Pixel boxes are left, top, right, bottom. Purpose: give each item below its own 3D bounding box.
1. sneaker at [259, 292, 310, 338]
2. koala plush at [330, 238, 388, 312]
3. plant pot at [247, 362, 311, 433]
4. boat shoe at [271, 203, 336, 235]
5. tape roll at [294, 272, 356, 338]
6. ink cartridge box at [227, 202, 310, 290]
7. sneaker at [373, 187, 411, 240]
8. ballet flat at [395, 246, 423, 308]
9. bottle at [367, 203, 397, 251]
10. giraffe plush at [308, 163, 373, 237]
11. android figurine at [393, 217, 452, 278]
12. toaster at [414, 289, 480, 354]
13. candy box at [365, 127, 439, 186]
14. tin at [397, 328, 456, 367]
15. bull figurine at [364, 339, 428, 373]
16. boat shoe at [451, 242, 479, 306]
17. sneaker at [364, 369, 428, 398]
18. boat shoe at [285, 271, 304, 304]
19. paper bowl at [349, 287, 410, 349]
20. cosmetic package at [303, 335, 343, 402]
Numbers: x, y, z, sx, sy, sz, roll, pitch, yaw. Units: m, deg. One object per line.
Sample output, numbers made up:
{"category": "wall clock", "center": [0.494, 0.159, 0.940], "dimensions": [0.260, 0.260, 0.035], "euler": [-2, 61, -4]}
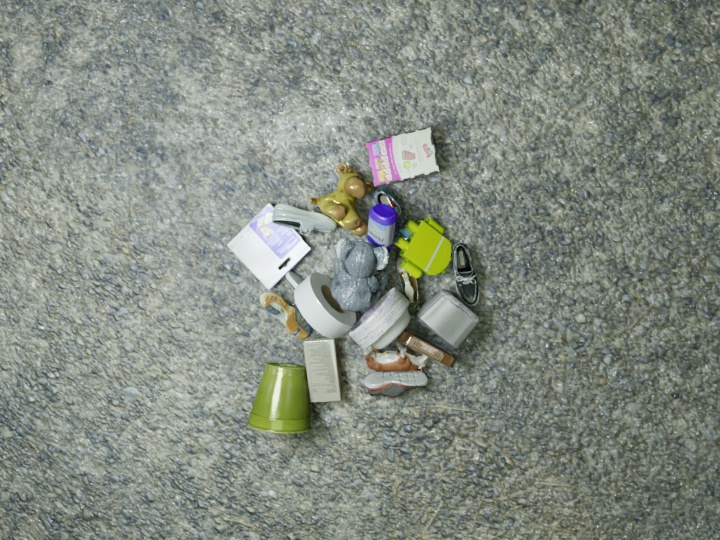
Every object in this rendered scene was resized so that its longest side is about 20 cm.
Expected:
{"category": "sneaker", "center": [-0.239, 0.136, 1.745], "dimensions": [0.075, 0.088, 0.200], "euler": [-48, 112, -13]}
{"category": "koala plush", "center": [0.000, 0.000, 1.604], "dimensions": [0.177, 0.184, 0.200], "euler": [17, 127, 3]}
{"category": "plant pot", "center": [-0.244, 0.393, 1.721], "dimensions": [0.200, 0.200, 0.193], "euler": [5, 86, 7]}
{"category": "boat shoe", "center": [-0.175, -0.143, 1.680], "dimensions": [0.201, 0.070, 0.072], "euler": [16, 67, -5]}
{"category": "tape roll", "center": [-0.105, 0.105, 1.649], "dimensions": [0.071, 0.202, 0.202], "euler": [-40, 91, 18]}
{"category": "ink cartridge box", "center": [-0.287, -0.075, 1.733], "dimensions": [0.198, 0.043, 0.200], "euler": [-43, 88, 9]}
{"category": "sneaker", "center": [0.100, -0.160, 1.648], "dimensions": [0.079, 0.096, 0.200], "euler": [-37, 91, 10]}
{"category": "ballet flat", "center": [0.147, 0.022, 1.672], "dimensions": [0.068, 0.075, 0.200], "euler": [-12, 95, 19]}
{"category": "bottle", "center": [0.061, -0.102, 1.629], "dimensions": [0.084, 0.065, 0.200], "euler": [36, 142, 27]}
{"category": "giraffe plush", "center": [-0.037, -0.222, 1.648], "dimensions": [0.200, 0.173, 0.162], "euler": [35, 90, 37]}
{"category": "android figurine", "center": [0.195, -0.065, 1.637], "dimensions": [0.200, 0.041, 0.182], "euler": [33, 76, -23]}
{"category": "toaster", "center": [0.270, 0.150, 1.655], "dimensions": [0.200, 0.114, 0.129], "euler": [40, 98, 1]}
{"category": "candy box", "center": [0.127, -0.338, 1.641], "dimensions": [0.200, 0.061, 0.137], "euler": [-11, 95, 9]}
{"category": "tin", "center": [0.202, 0.234, 1.675], "dimensions": [0.200, 0.112, 0.042], "euler": [28, 90, 2]}
{"category": "bull figurine", "center": [0.109, 0.272, 1.698], "dimensions": [0.200, 0.065, 0.122], "euler": [-7, 130, 14]}
{"category": "boat shoe", "center": [0.320, 0.015, 1.654], "dimensions": [0.073, 0.068, 0.200], "euler": [-7, 96, 8]}
{"category": "sneaker", "center": [0.115, 0.362, 1.733], "dimensions": [0.200, 0.077, 0.082], "euler": [-4, 123, 9]}
{"category": "boat shoe", "center": [-0.176, 0.092, 1.725], "dimensions": [0.064, 0.071, 0.200], "euler": [-41, 90, 16]}
{"category": "paper bowl", "center": [0.068, 0.154, 1.630], "dimensions": [0.104, 0.201, 0.201], "euler": [45, 100, -3]}
{"category": "cosmetic package", "center": [-0.117, 0.312, 1.743], "dimensions": [0.105, 0.071, 0.200], "euler": [-4, 96, 7]}
